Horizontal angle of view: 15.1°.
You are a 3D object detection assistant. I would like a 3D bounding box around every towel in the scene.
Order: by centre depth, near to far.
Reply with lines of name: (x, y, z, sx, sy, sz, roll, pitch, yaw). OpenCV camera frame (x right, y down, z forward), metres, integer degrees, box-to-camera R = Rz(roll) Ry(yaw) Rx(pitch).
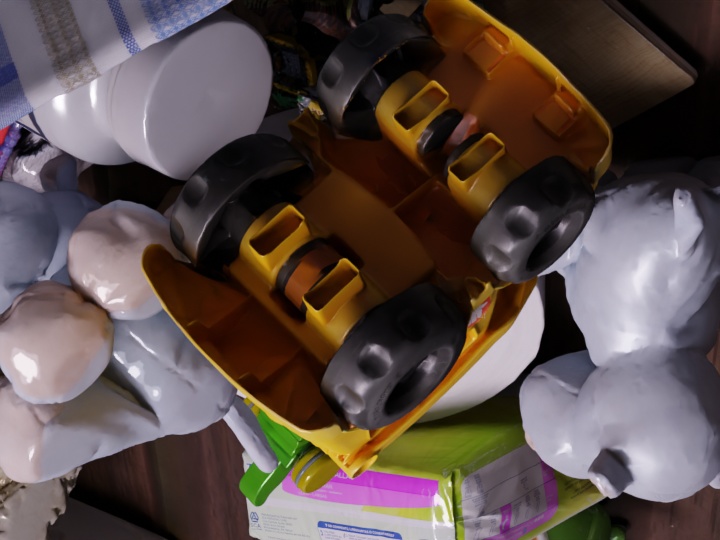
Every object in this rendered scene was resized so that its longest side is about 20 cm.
towel: (-0.118, -0.150, 1.261, 0.200, 0.147, 0.024, -30, 141, 5)

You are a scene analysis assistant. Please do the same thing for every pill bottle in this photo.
pill bottle: (-0.139, -0.119, 1.337, 0.200, 0.111, 0.111, 29, 154, 37)

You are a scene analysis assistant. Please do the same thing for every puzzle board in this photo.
puzzle board: (0.061, -0.115, 1.401, 0.151, 0.017, 0.200, 38, 148, -16)

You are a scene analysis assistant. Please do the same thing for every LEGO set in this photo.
LEGO set: (-0.020, -0.126, 1.323, 0.154, 0.116, 0.200, 27, 143, 20)

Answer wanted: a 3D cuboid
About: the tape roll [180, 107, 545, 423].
tape roll: (0.000, 0.000, 1.470, 0.202, 0.071, 0.203, 2, 142, 1)

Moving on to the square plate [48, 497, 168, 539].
square plate: (-0.249, 0.202, 1.976, 0.198, 0.200, 0.028, 21, 114, 14)

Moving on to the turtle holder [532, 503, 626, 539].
turtle holder: (0.086, 0.177, 1.707, 0.132, 0.186, 0.141, 32, 117, -5)

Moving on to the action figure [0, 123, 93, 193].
action figure: (-0.214, -0.119, 1.516, 0.193, 0.105, 0.200, 45, 111, 23)

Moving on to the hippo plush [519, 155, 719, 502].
hippo plush: (0.154, 0.029, 1.345, 0.200, 0.159, 0.161, 1, 99, 53)

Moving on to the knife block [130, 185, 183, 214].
knife block: (-0.095, -0.016, 1.624, 0.175, 0.064, 0.200, 25, 149, 6)

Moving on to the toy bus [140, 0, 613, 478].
toy bus: (0.022, -0.002, 1.262, 0.136, 0.200, 0.192, 44, 174, 24)

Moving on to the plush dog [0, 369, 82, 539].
plush dog: (-0.259, 0.111, 1.904, 0.200, 0.160, 0.172, 58, 159, -16)

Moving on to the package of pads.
package of pads: (0.053, 0.110, 1.567, 0.154, 0.200, 0.068, 4, 106, 36)

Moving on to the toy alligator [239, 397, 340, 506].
toy alligator: (-0.015, 0.054, 1.447, 0.059, 0.054, 0.200, 45, 135, 20)

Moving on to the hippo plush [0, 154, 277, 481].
hippo plush: (-0.131, -0.001, 1.361, 0.161, 0.200, 0.159, 44, 121, 35)
